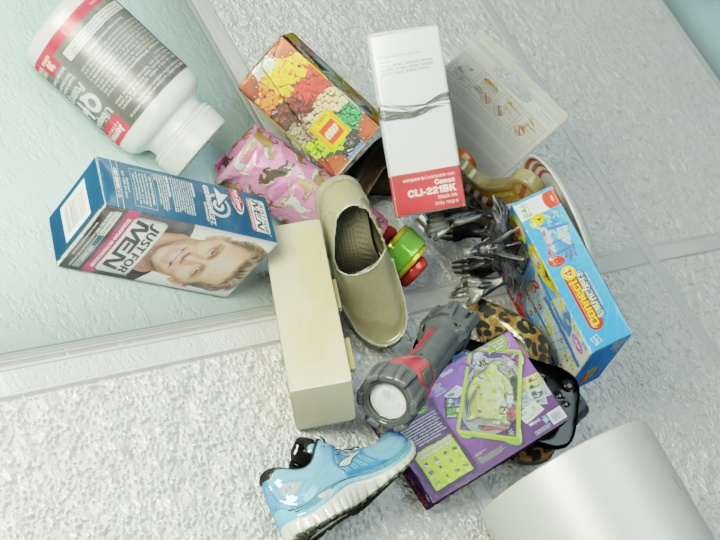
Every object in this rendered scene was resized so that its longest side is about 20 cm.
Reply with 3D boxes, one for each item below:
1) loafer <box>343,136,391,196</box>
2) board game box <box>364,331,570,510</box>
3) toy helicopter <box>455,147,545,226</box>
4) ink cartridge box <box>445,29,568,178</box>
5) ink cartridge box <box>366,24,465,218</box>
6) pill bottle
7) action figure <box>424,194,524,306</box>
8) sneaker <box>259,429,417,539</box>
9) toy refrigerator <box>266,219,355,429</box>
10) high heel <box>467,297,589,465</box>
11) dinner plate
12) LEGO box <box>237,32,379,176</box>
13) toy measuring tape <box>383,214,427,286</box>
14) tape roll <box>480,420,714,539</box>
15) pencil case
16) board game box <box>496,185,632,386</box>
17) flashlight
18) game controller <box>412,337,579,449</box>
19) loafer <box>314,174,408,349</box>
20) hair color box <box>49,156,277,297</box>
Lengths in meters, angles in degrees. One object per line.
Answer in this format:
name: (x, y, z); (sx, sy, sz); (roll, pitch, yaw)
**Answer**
loafer: (0.039, -0.126, 1.648); (0.071, 0.073, 0.200); (47, 36, 0)
board game box: (0.116, 0.157, 1.429); (0.198, 0.032, 0.121); (-25, 75, -29)
toy helicopter: (0.166, -0.088, 1.662); (0.079, 0.199, 0.133); (-48, 109, -22)
ink cartridge box: (0.152, -0.199, 1.727); (0.161, 0.200, 0.050); (42, 35, -7)
ink cartridge box: (0.063, -0.170, 1.517); (0.144, 0.082, 0.203); (-68, 148, -83)
pill bottle: (-0.239, -0.193, 1.391); (0.200, 0.111, 0.111); (42, 35, -6)
action figure: (0.134, -0.020, 1.567); (0.200, 0.101, 0.121); (171, -98, -85)
sneaker: (-0.021, 0.187, 1.286); (0.090, 0.078, 0.199); (52, 35, 13)
toy refrigerator: (-0.050, 0.052, 1.362); (0.069, 0.076, 0.202); (-9, 54, -3)
high heel: (0.168, 0.126, 1.554); (0.200, 0.072, 0.142); (48, 44, 8)
dinner plate: (0.247, -0.049, 1.620); (0.024, 0.201, 0.202); (-21, 65, -7)
LEGO box: (-0.055, -0.196, 1.547); (0.149, 0.077, 0.200); (42, 9, -7)
toy measuring tape: (0.059, -0.034, 1.585); (0.074, 0.074, 0.200); (45, 35, -2)
tape roll: (0.241, 0.267, 1.374); (0.201, 0.203, 0.140); (-5, 60, -48)
pencil case: (-0.065, -0.078, 1.482); (0.199, 0.087, 0.083); (37, 16, -14)
board game box: (0.235, 0.029, 1.602); (0.055, 0.200, 0.198); (-24, 73, -10)
flashlight: (0.060, 0.095, 1.396); (0.067, 0.068, 0.200); (31, 30, 7)
game controller: (0.148, 0.133, 1.489); (0.197, 0.042, 0.105); (17, 45, -3)
loafer: (0.000, 0.000, 1.430); (0.068, 0.075, 0.202); (-115, -176, -70)
hair color box: (-0.190, -0.039, 1.303); (0.198, 0.100, 0.061); (11, 48, -39)
